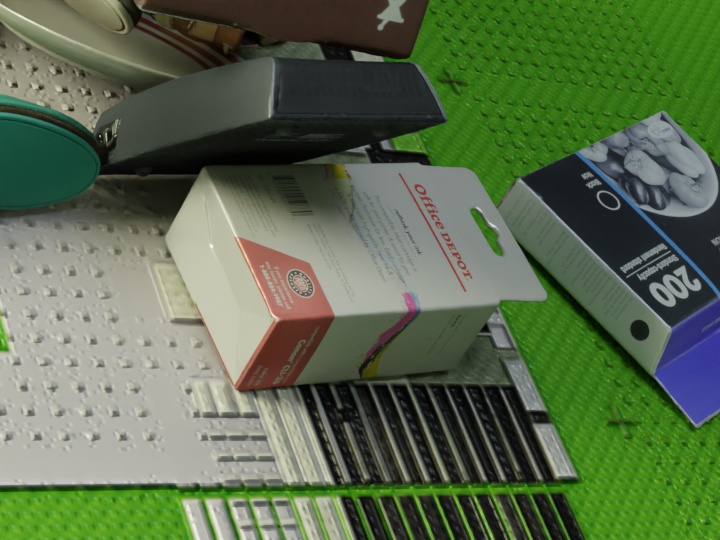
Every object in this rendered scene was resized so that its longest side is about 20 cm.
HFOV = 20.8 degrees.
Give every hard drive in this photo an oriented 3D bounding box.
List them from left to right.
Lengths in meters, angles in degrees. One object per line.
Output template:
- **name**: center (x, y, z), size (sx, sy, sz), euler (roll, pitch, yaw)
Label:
- **hard drive**: center (-0.059, -0.085, 1.106), size (0.134, 0.199, 0.043), euler (-3, 86, -37)

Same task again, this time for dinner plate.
- **dinner plate**: center (-0.155, -0.143, 1.186), size (0.199, 0.024, 0.200), euler (23, 15, -7)

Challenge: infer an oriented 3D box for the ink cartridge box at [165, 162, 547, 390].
- **ink cartridge box**: center (0.000, 0.000, 1.153), size (0.198, 0.068, 0.117), euler (-3, 51, -35)

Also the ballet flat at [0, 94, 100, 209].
- **ballet flat**: center (-0.236, -0.073, 1.068), size (0.199, 0.068, 0.070), euler (-5, 38, -41)

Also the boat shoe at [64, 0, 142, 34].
- **boat shoe**: center (-0.182, -0.204, 1.160), size (0.057, 0.067, 0.199), euler (-46, 50, -11)

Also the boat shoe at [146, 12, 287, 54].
- **boat shoe**: center (-0.071, -0.171, 1.249), size (0.074, 0.076, 0.200), euler (33, 20, 6)

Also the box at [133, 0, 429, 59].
- **box**: center (-0.054, -0.239, 1.073), size (0.164, 0.166, 0.200), euler (7, 24, -29)

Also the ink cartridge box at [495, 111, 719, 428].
- **ink cartridge box**: center (0.217, -0.008, 1.335), size (0.200, 0.044, 0.197), euler (48, 40, 15)
